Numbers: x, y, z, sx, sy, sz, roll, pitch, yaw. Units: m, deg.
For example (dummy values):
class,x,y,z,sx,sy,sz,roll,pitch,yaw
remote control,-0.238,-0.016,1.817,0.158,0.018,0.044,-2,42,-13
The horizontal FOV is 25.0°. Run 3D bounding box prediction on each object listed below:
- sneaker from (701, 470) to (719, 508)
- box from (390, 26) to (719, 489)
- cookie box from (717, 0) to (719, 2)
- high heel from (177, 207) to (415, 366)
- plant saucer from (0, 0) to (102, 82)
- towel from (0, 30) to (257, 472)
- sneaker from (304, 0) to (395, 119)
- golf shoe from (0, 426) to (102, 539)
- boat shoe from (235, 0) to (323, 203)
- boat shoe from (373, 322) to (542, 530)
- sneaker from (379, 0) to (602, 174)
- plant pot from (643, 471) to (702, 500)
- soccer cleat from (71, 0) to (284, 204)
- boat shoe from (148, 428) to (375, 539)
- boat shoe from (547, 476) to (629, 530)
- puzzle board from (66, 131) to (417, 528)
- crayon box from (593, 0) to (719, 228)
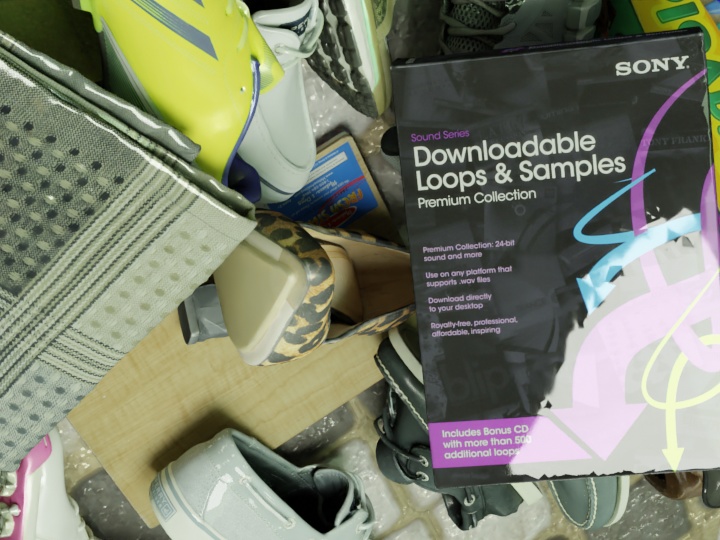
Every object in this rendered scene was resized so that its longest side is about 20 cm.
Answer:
class,x,y,z,sx,sy,sz,roll,pitch,yaw
sneaker,0.119,0.046,0.802,0.091,0.199,0.076,-63,165,9
box,0.094,-0.004,0.744,0.142,0.036,0.202,-6,100,9
cookie box,0.191,-0.229,0.728,0.199,0.171,0.075,-33,132,-5
high heel,0.000,0.000,0.756,0.141,0.200,0.072,-10,87,-18
plant saucer,-0.187,-0.065,0.712,0.199,0.048,0.201,-31,129,-8
towel,-0.167,-0.016,0.664,0.192,0.035,0.200,33,123,-25
sneaker,0.007,-0.162,0.741,0.088,0.077,0.201,-25,131,-22
golf shoe,-0.166,0.148,0.851,0.091,0.075,0.201,-13,131,-34
boat shoe,-0.051,-0.110,0.717,0.066,0.074,0.201,-3,136,25
boat shoe,0.041,0.096,0.910,0.066,0.075,0.199,-34,149,5
sneaker,0.056,-0.103,0.778,0.115,0.075,0.201,-34,133,-31
plant pot,0.243,0.029,0.916,0.197,0.201,0.202,-15,126,-8
soccer cleat,-0.072,-0.101,0.650,0.083,0.065,0.201,-1,134,-3
boat shoe,-0.028,0.142,0.897,0.071,0.070,0.200,-41,137,13
boat shoe,0.102,0.075,0.931,0.062,0.073,0.201,-31,122,-23
puzzle board,-0.063,0.033,0.860,0.199,0.017,0.151,-33,128,-6
crayon box,0.215,-0.100,0.810,0.171,0.201,0.058,-15,164,-19
